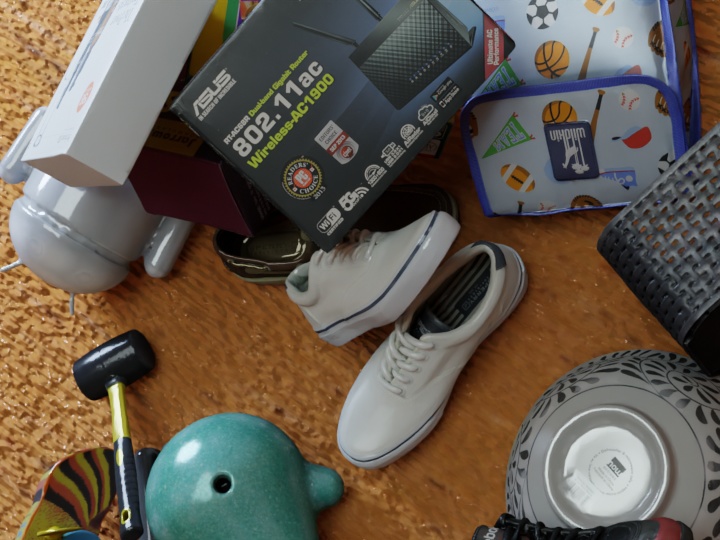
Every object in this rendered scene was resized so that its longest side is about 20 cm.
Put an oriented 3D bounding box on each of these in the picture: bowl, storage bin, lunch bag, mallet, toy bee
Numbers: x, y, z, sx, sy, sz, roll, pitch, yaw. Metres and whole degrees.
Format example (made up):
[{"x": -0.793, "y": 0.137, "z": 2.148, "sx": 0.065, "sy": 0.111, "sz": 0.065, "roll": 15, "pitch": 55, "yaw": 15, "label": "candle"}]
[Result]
[{"x": 0.179, "y": 0.143, "z": 1.039, "sx": 0.199, "sy": 0.094, "sz": 0.203, "roll": -8, "pitch": 71, "yaw": 23, "label": "bowl"}, {"x": 0.272, "y": -0.036, "z": 1.020, "sx": 0.200, "sy": 0.135, "sz": 0.094, "roll": -42, "pitch": 62, "yaw": 7, "label": "storage bin"}, {"x": 0.161, "y": -0.144, "z": 1.119, "sx": 0.168, "sy": 0.124, "sz": 0.202, "roll": -5, "pitch": 87, "yaw": 24, "label": "lunch bag"}, {"x": -0.182, "y": 0.127, "z": 1.209, "sx": 0.066, "sy": 0.041, "sz": 0.201, "roll": -34, "pitch": 42, "yaw": 7, "label": "mallet"}, {"x": -0.254, "y": 0.229, "z": 1.196, "sx": 0.131, "sy": 0.108, "sz": 0.201, "roll": -52, "pitch": 28, "yaw": 45, "label": "toy bee"}]

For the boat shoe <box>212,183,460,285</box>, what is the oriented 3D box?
[{"x": -0.024, "y": -0.029, "z": 1.193, "sx": 0.201, "sy": 0.075, "sz": 0.075, "roll": -14, "pitch": 70, "yaw": 21, "label": "boat shoe"}]

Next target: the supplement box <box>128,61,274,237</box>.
[{"x": -0.093, "y": -0.135, "z": 1.209, "sx": 0.109, "sy": 0.086, "sz": 0.201, "roll": 14, "pitch": 56, "yaw": 28, "label": "supplement box"}]

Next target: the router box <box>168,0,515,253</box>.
[{"x": -0.013, "y": -0.136, "z": 1.048, "sx": 0.150, "sy": 0.062, "sz": 0.200, "roll": 41, "pitch": 95, "yaw": -10, "label": "router box"}]

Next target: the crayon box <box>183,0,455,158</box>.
[{"x": -0.026, "y": -0.186, "z": 1.147, "sx": 0.198, "sy": 0.058, "sz": 0.174, "roll": 9, "pitch": 61, "yaw": -8, "label": "crayon box"}]

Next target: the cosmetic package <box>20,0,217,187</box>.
[{"x": -0.181, "y": -0.138, "z": 1.112, "sx": 0.152, "sy": 0.051, "sz": 0.200, "roll": -66, "pitch": 20, "yaw": -7, "label": "cosmetic package"}]

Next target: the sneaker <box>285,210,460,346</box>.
[{"x": 0.000, "y": 0.000, "z": 1.102, "sx": 0.200, "sy": 0.071, "sz": 0.073, "roll": -38, "pitch": 18, "yaw": 55, "label": "sneaker"}]

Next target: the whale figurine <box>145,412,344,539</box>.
[{"x": -0.078, "y": 0.199, "z": 1.131, "sx": 0.158, "sy": 0.104, "sz": 0.201, "roll": -32, "pitch": 73, "yaw": -10, "label": "whale figurine"}]

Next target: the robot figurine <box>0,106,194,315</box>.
[{"x": -0.218, "y": -0.065, "z": 1.273, "sx": 0.169, "sy": 0.113, "sz": 0.201, "roll": 33, "pitch": 90, "yaw": 2, "label": "robot figurine"}]

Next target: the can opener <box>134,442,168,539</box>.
[{"x": -0.155, "y": 0.232, "z": 1.184, "sx": 0.053, "sy": 0.067, "sz": 0.202, "roll": -15, "pitch": 70, "yaw": 20, "label": "can opener"}]

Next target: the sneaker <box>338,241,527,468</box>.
[{"x": 0.043, "y": 0.057, "z": 1.131, "sx": 0.073, "sy": 0.071, "sz": 0.201, "roll": 36, "pitch": 92, "yaw": 29, "label": "sneaker"}]

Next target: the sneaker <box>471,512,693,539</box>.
[{"x": 0.122, "y": 0.197, "z": 0.973, "sx": 0.200, "sy": 0.071, "sz": 0.098, "roll": -33, "pitch": 104, "yaw": 37, "label": "sneaker"}]
